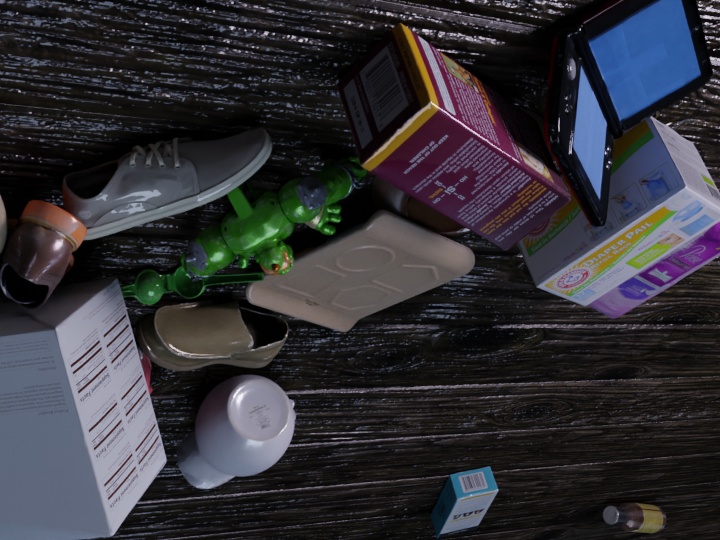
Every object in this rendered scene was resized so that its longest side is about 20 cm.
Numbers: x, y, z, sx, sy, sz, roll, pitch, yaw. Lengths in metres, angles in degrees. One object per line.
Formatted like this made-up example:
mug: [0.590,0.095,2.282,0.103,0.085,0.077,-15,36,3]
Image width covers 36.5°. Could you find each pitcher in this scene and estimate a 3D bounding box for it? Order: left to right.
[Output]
pitcher: [-0.139,0.201,1.419,0.171,0.122,0.200,-25,168,-31]

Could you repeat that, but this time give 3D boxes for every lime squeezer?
lime squeezer: [-0.199,0.020,1.123,0.198,0.071,0.038,-7,113,-7]

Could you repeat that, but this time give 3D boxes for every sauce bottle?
sauce bottle: [0.603,0.544,2.415,0.199,0.065,0.065,19,134,-44]

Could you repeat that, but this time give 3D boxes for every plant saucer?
plant saucer: [0.111,-0.093,1.136,0.199,0.032,0.201,-13,148,-8]

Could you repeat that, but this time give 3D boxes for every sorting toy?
sorting toy: [0.000,0.000,1.207,0.199,0.037,0.185,-29,149,31]

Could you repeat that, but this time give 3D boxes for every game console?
game console: [0.258,-0.156,1.032,0.118,0.174,0.200,-1,157,26]

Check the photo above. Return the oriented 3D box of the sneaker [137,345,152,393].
sneaker: [-0.279,0.099,1.226,0.087,0.074,0.201,-41,152,-30]

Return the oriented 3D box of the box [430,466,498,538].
box: [0.189,0.429,2.015,0.082,0.049,0.201,-9,149,-14]

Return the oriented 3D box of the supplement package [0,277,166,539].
supplement package: [-0.314,0.134,1.032,0.190,0.202,0.147,-8,-164,13]

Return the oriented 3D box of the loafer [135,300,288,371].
loafer: [-0.160,0.066,1.214,0.067,0.076,0.199,-40,154,32]

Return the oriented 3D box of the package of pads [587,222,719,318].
package of pads: [0.349,-0.023,1.334,0.199,0.076,0.120,-35,149,27]

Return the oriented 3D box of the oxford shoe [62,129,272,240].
oxford shoe: [-0.174,-0.086,0.962,0.199,0.075,0.058,-19,122,1]

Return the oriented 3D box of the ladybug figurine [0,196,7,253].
ladybug figurine: [-0.361,-0.067,0.878,0.135,0.072,0.201,-12,147,-1]

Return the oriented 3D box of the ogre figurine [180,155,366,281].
ogre figurine: [-0.092,-0.046,1.028,0.198,0.099,0.120,-9,-174,9]

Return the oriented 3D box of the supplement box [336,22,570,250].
supplement box: [0.084,-0.114,0.974,0.199,0.111,0.086,27,125,-39]

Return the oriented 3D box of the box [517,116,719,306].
box: [0.279,-0.061,1.205,0.200,0.102,0.112,-37,145,29]

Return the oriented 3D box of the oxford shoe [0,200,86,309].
oxford shoe: [-0.298,-0.003,0.972,0.071,0.073,0.200,28,159,-13]
